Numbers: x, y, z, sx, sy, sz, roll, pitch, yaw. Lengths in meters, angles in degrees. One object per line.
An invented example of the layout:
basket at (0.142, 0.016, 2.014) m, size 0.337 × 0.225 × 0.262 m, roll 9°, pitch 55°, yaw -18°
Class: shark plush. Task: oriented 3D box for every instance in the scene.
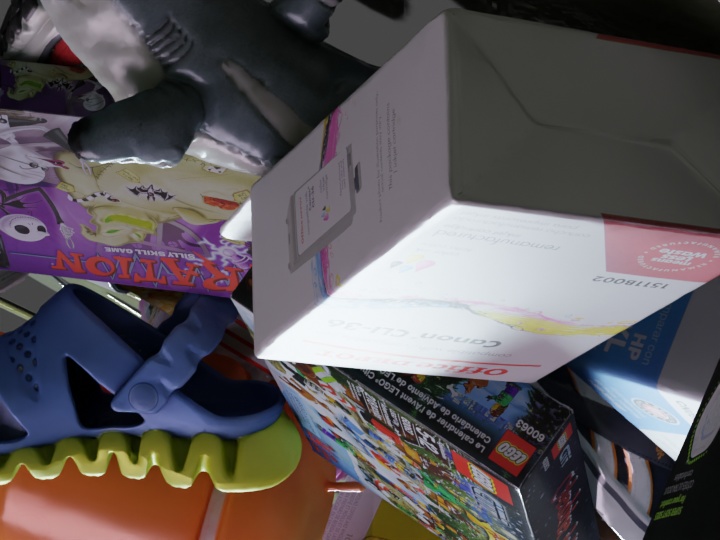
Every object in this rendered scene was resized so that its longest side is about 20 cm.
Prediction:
shark plush at (-0.022, -0.072, 0.882) m, size 0.199 × 0.084 × 0.091 m, roll 18°, pitch -158°, yaw 7°

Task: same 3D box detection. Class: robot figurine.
robot figurine at (-0.098, 0.094, 1.168) m, size 0.199 × 0.145 × 0.117 m, roll 16°, pitch -170°, yaw 2°

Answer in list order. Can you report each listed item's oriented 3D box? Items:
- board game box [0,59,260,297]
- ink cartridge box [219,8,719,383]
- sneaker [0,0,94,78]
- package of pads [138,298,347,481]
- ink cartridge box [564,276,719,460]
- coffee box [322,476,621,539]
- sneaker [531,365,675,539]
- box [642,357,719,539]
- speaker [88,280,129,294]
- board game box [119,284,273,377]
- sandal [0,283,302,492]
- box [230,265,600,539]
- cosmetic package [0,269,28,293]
board game box at (-0.074, -0.033, 0.992) m, size 0.199 × 0.032 × 0.120 m, roll 6°, pitch 151°, yaw 6°
ink cartridge box at (0.037, -0.012, 0.838) m, size 0.116 × 0.068 × 0.200 m, roll 7°, pitch 159°, yaw -23°
sneaker at (-0.110, -0.084, 1.025) m, size 0.084 × 0.077 × 0.200 m, roll 22°, pitch 169°, yaw -10°
package of pads at (-0.051, 0.040, 1.309) m, size 0.120 × 0.076 × 0.200 m, roll 32°, pitch -176°, yaw -11°
ink cartridge box at (0.198, 0.047, 0.918) m, size 0.199 × 0.084 × 0.145 m, roll 16°, pitch 165°, yaw 37°
coffee box at (0.110, 0.169, 1.336) m, size 0.197 × 0.201 × 0.200 m, roll 18°, pitch 165°, yaw 28°
sneaker at (0.113, 0.051, 1.035) m, size 0.200 × 0.079 × 0.079 m, roll 47°, pitch -164°, yaw -35°
box at (0.183, 0.059, 0.720) m, size 0.148 × 0.201 × 0.124 m, roll 27°, pitch 168°, yaw -6°
speaker at (-0.192, -0.058, 1.286) m, size 0.199 × 0.082 × 0.081 m, roll 21°, pitch 167°, yaw 18°
board game box at (0.000, 0.000, 1.090) m, size 0.200 × 0.047 × 0.151 m, roll 32°, pitch 142°, yaw -30°
sandal at (-0.125, 0.045, 1.063) m, size 0.199 × 0.088 × 0.080 m, roll -1°, pitch -162°, yaw -4°
box at (0.028, 0.066, 1.004) m, size 0.136 × 0.038 × 0.200 m, roll 33°, pitch 167°, yaw 19°
cosmetic package at (-0.231, -0.066, 1.101) m, size 0.201 × 0.085 × 0.108 m, roll 60°, pitch 167°, yaw -3°
